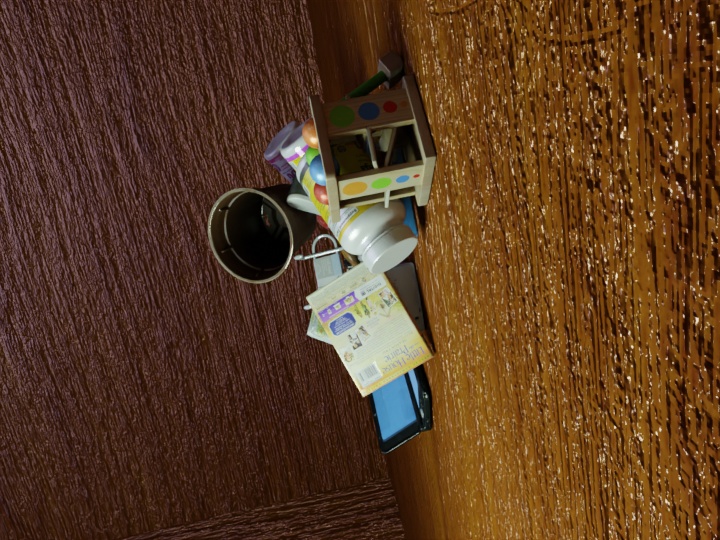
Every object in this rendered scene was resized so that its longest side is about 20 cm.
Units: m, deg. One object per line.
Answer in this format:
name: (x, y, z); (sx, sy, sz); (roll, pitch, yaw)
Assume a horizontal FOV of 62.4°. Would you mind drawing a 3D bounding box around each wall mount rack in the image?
wall mount rack: (-0.053, 0.010, 1.311); (0.074, 0.172, 0.203); (0, -103, -69)

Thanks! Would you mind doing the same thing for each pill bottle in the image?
pill bottle: (-0.057, -0.195, 1.169); (0.200, 0.104, 0.105); (47, -169, -25)
pill bottle: (-0.118, -0.240, 1.391); (0.200, 0.113, 0.114); (42, -166, -25)
pill bottle: (-0.003, -0.099, 0.893); (0.201, 0.112, 0.113); (56, 169, 18)

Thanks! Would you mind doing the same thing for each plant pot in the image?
plant pot: (-0.201, -0.101, 1.314); (0.198, 0.197, 0.203); (-47, -50, -64)

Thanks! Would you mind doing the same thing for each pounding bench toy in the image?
pounding bench toy: (-0.002, -0.189, 0.801); (0.125, 0.154, 0.203); (88, 171, -69)

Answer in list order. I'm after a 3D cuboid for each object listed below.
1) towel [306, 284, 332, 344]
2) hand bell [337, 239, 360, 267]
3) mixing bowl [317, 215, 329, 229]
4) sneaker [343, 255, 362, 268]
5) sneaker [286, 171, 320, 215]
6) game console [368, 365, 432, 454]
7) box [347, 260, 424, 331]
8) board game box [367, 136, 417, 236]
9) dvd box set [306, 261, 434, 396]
towel: (-0.022, 0.109, 1.454); (0.048, 0.198, 0.173); (133, 154, -60)
hand bell: (0.000, 0.000, 1.342); (0.202, 0.103, 0.104); (61, 173, 12)
mixing bowl: (-0.044, -0.212, 1.551); (0.200, 0.107, 0.203); (14, -105, -62)
sneaker: (0.038, -0.041, 1.409); (0.200, 0.089, 0.067); (-26, 53, 62)
sneaker: (-0.061, -0.164, 1.267); (0.070, 0.198, 0.101); (-19, 60, 53)
game console: (0.074, 0.250, 1.264); (0.201, 0.115, 0.177); (-105, 5, -48)
box: (0.043, 0.051, 1.144); (0.200, 0.107, 0.130); (-160, 59, -83)
board game box: (0.032, -0.142, 1.039); (0.200, 0.055, 0.199); (163, 96, -80)
dvd box set: (0.016, 0.095, 1.026); (0.201, 0.145, 0.029); (59, -167, 2)
